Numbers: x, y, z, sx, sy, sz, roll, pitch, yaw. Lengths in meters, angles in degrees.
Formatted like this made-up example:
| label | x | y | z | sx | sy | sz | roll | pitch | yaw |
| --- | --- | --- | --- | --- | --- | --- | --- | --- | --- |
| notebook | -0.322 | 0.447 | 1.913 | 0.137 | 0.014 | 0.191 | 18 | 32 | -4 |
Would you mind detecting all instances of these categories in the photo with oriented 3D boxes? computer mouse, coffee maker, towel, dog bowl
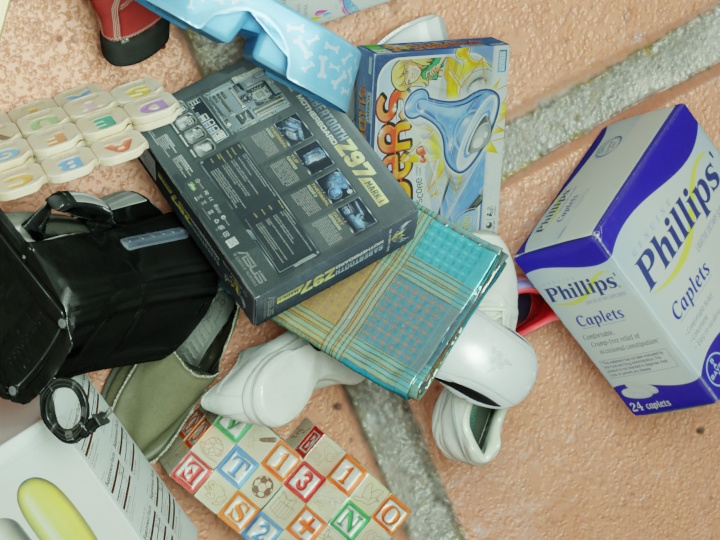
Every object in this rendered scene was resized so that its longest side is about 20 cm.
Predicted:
| label | x | y | z | sx | sy | sz | roll | pitch | yaw |
| --- | --- | --- | --- | --- | --- | --- | --- | --- | --- |
| computer mouse | 0.053 | 0.045 | 1.392 | 0.198 | 0.044 | 0.110 | 24 | 76 | 12 |
| coffee maker | -0.212 | 0.033 | 1.335 | 0.199 | 0.134 | 0.194 | -12 | 80 | -58 |
| towel | 0.000 | 0.000 | 1.383 | 0.199 | 0.022 | 0.147 | 29 | 77 | 17 |
| dog bowl | -0.086 | -0.189 | 1.313 | 0.199 | 0.111 | 0.050 | 28 | 91 | -14 |

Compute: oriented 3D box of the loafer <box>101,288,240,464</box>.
| label | x | y | z | sx | sy | sz | roll | pitch | yaw |
| --- | --- | --- | --- | --- | --- | --- | --- | --- | --- |
| loafer | -0.162 | 0.082 | 1.450 | 0.075 | 0.070 | 0.202 | 26 | 90 | -20 |

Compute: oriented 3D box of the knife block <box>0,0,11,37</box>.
| label | x | y | z | sx | sy | sz | roll | pitch | yaw |
| --- | --- | --- | --- | --- | --- | --- | --- | --- | --- |
| knife block | -0.316 | -0.264 | 1.348 | 0.198 | 0.064 | 0.178 | 14 | 94 | -19 |

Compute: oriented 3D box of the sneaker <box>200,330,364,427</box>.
| label | x | y | z | sx | sy | sz | roll | pitch | yaw |
| --- | --- | --- | --- | --- | --- | --- | --- | --- | --- |
| sneaker | -0.060 | 0.075 | 1.464 | 0.199 | 0.088 | 0.076 | -27 | 107 | -52 |

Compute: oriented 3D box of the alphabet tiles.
| label | x | y | z | sx | sy | sz | roll | pitch | yaw |
| --- | --- | --- | --- | --- | --- | --- | --- | --- | --- |
| alphabet tiles | -0.242 | -0.107 | 1.328 | 0.198 | 0.196 | 0.015 | -20 | 116 | -13 |

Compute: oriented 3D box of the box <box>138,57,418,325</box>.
| label | x | y | z | sx | sy | sz | roll | pitch | yaw |
| --- | --- | --- | --- | --- | --- | --- | --- | --- | --- |
| box | -0.071 | -0.075 | 1.366 | 0.157 | 0.051 | 0.201 | -29 | 67 | -19 |

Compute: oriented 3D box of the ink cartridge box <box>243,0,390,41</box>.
| label | x | y | z | sx | sy | sz | roll | pitch | yaw |
| --- | --- | --- | --- | --- | --- | --- | --- | --- | --- |
| ink cartridge box | -0.019 | -0.287 | 1.393 | 0.198 | 0.085 | 0.145 | -22 | 148 | -14 |

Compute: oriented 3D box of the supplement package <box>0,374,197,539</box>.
| label | x | y | z | sx | sy | sz | roll | pitch | yaw |
| --- | --- | --- | --- | --- | --- | --- | --- | --- | --- |
| supplement package | -0.264 | 0.213 | 1.378 | 0.190 | 0.147 | 0.201 | -31 | 107 | 6 |

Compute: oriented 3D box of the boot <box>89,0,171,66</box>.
| label | x | y | z | sx | sy | sz | roll | pitch | yaw |
| --- | --- | --- | --- | --- | --- | --- | --- | --- | --- |
| boot | -0.162 | -0.267 | 1.402 | 0.201 | 0.072 | 0.145 | -58 | 156 | -30 |

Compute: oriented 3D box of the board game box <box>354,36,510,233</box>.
| label | x | y | z | sx | sy | sz | roll | pitch | yaw |
| --- | --- | --- | --- | --- | --- | --- | --- | --- | --- |
| board game box | 0.058 | -0.095 | 1.469 | 0.134 | 0.034 | 0.202 | -8 | 111 | -26 |

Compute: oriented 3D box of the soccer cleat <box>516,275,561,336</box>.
| label | x | y | z | sx | sy | sz | roll | pitch | yaw |
| --- | --- | --- | --- | --- | --- | --- | --- | --- | --- |
| soccer cleat | 0.088 | 0.048 | 1.501 | 0.198 | 0.076 | 0.068 | -16 | 102 | -31 |

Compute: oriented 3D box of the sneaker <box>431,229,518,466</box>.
| label | x | y | z | sx | sy | sz | roll | pitch | yaw |
| --- | --- | --- | --- | --- | --- | --- | --- | --- | --- |
| sneaker | 0.107 | 0.068 | 1.440 | 0.070 | 0.080 | 0.203 | 2 | 95 | -16 |

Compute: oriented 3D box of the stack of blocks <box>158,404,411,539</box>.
| label | x | y | z | sx | sy | sz | roll | pitch | yaw |
| --- | --- | --- | --- | --- | --- | --- | --- | --- | --- |
| stack of blocks | -0.066 | 0.189 | 1.504 | 0.200 | 0.059 | 0.115 | 42 | 85 | -19 |

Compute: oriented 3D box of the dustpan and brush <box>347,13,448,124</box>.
| label | x | y | z | sx | sy | sz | roll | pitch | yaw |
| --- | --- | --- | --- | --- | --- | --- | --- | --- | --- |
| dustpan and brush | 0.007 | -0.129 | 1.474 | 0.198 | 0.057 | 0.141 | -20 | 105 | -13 |

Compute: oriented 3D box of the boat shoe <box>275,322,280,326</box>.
| label | x | y | z | sx | sy | sz | roll | pitch | yaw |
| --- | --- | --- | --- | --- | --- | --- | --- | --- | --- |
| boat shoe | -0.091 | -0.052 | 1.448 | 0.066 | 0.074 | 0.201 | -29 | 106 | -8 |

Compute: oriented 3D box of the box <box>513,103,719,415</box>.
| label | x | y | z | sx | sy | sz | roll | pitch | yaw |
| --- | --- | --- | --- | --- | --- | --- | --- | --- | --- |
| box | 0.266 | -0.009 | 1.520 | 0.200 | 0.104 | 0.184 | 50 | 56 | -18 |
